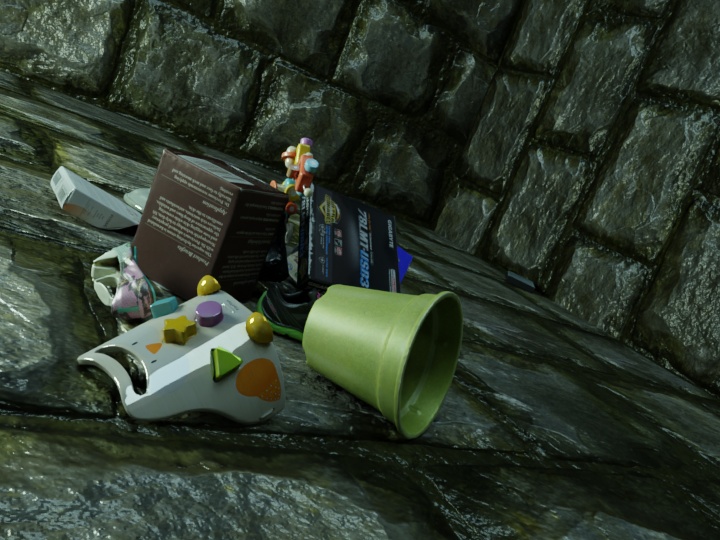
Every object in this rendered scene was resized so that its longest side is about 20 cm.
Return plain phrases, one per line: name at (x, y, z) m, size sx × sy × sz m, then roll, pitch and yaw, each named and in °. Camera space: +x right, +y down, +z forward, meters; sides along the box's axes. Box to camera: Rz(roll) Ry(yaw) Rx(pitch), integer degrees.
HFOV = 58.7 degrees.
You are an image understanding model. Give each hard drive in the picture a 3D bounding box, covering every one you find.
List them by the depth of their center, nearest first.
hard drive at (0.774, 0.054, 3.107) m, size 0.137 × 0.034 × 0.200 m, roll 26°, pitch 11°, yaw 9°

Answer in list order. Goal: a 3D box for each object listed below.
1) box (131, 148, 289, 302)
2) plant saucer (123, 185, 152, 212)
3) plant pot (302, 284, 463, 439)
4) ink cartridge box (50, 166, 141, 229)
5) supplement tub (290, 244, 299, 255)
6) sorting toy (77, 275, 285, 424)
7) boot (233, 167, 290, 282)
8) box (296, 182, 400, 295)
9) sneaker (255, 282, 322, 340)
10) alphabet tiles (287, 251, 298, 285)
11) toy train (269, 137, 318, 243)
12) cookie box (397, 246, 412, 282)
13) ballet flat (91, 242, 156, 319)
box at (-0.249, -0.069, 1.062) m, size 0.163 × 0.204 × 0.164 m, roll 27°, pitch 12°, yaw 17°
plant saucer at (-0.425, -0.146, 1.433) m, size 0.196 × 0.051 × 0.200 m, roll 25°, pitch 8°, yaw -4°
plant pot at (0.024, 0.107, 0.910) m, size 0.181 × 0.206 × 0.199 m, roll 16°, pitch 6°, yaw 29°
ink cartridge box at (-0.488, -0.112, 1.235) m, size 0.199 × 0.051 × 0.162 m, roll 39°, pitch -1°, yaw -39°
supplement tub at (-0.062, -0.006, 1.414) m, size 0.197 × 0.109 × 0.106 m, roll 14°, pitch 14°, yaw -44°
sorting toy at (-0.207, 0.097, 0.716) m, size 0.198 × 0.109 × 0.178 m, roll 30°, pitch 32°, yaw 31°
boot at (-0.207, -0.080, 1.185) m, size 0.198 × 0.075 × 0.172 m, roll 30°, pitch 47°, yaw -40°
box at (-0.019, -0.038, 1.165) m, size 0.195 × 0.050 × 0.204 m, roll 18°, pitch 54°, yaw -28°
sneaker at (-0.073, 0.077, 1.057) m, size 0.196 × 0.085 × 0.077 m, roll 20°, pitch 12°, yaw -20°
alphabet tiles at (-0.052, 0.009, 1.302) m, size 0.167 × 0.008 × 0.199 m, roll 44°, pitch 38°, yaw 11°
toy train at (-0.126, -0.151, 1.142) m, size 0.054 × 0.201 × 0.153 m, roll 11°, pitch 51°, yaw -16°
cookie box at (0.000, 0.000, 1.282) m, size 0.169 × 0.076 × 0.201 m, roll 35°, pitch 38°, yaw -2°
ballet flat at (-0.335, 0.011, 0.891) m, size 0.070 × 0.071 × 0.200 m, roll -5°, pitch 24°, yaw -26°
